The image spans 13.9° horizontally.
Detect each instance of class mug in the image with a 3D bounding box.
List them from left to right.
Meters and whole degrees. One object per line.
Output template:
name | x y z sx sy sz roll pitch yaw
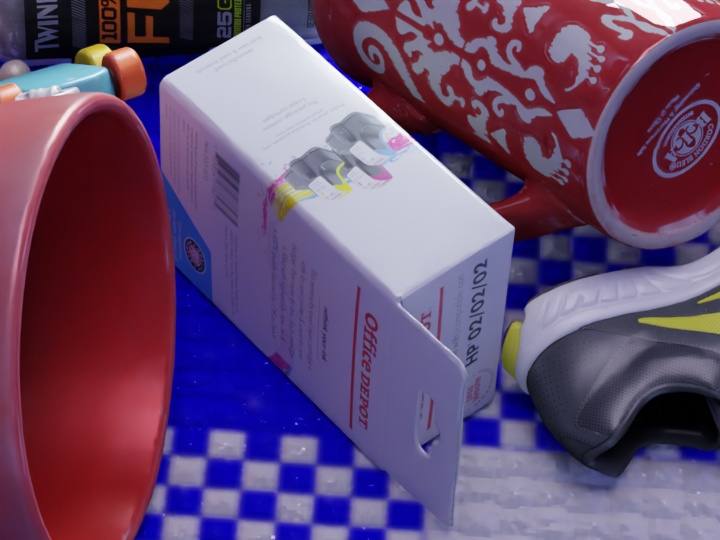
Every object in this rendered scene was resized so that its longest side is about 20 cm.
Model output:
mug | 0.081 -0.081 1.305 0.133 0.178 0.200 -2 27 -36

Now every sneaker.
sneaker | 0.164 0.035 1.267 0.200 0.075 0.085 -18 57 -6

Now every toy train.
toy train | -0.190 -0.050 1.294 0.200 0.056 0.150 -6 16 25

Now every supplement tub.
supplement tub | -0.110 -0.160 1.380 0.200 0.123 0.123 -6 49 -7

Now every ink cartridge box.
ink cartridge box | 0.000 0.000 1.251 0.068 0.115 0.200 -31 58 -26

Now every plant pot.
plant pot | -0.185 0.025 1.182 0.177 0.201 0.201 1 48 14
